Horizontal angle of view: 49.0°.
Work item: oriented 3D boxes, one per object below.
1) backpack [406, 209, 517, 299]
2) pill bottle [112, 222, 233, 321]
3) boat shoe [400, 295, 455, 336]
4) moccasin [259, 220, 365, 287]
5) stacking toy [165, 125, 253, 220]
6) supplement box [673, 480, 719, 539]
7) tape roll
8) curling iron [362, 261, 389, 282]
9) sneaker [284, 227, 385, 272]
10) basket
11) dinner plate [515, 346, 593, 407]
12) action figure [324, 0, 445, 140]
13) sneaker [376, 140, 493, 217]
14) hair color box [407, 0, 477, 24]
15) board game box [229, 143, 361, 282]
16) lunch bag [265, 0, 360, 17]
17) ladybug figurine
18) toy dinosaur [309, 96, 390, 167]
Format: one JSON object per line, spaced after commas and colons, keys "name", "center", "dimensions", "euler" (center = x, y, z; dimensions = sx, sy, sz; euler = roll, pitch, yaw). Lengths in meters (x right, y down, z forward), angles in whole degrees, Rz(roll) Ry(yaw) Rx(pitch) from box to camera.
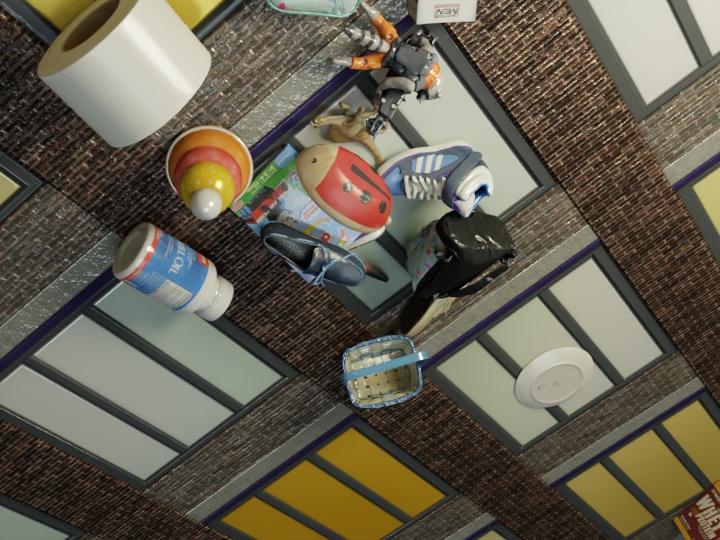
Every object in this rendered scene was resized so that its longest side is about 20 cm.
{"name": "backpack", "center": [0.171, -0.029, 1.480], "dimensions": [0.166, 0.127, 0.200], "euler": [8, 148, -25]}
{"name": "pill bottle", "center": [-0.329, 0.009, 1.410], "dimensions": [0.112, 0.112, 0.200], "euler": [-43, 127, 17]}
{"name": "boat shoe", "center": [0.157, 0.063, 1.617], "dimensions": [0.065, 0.072, 0.200], "euler": [26, 110, -29]}
{"name": "moccasin", "center": [-0.086, -0.015, 1.368], "dimensions": [0.199, 0.068, 0.081], "euler": [21, 110, -8]}
{"name": "stacking toy", "center": [-0.246, -0.137, 1.257], "dimensions": [0.146, 0.200, 0.147], "euler": [-3, 116, -5]}
{"name": "supplement box", "center": [1.101, 0.762, 2.375], "dimensions": [0.200, 0.133, 0.197], "euler": [22, 118, -29]}
{"name": "tape roll", "center": [-0.333, -0.295, 1.120], "dimensions": [0.202, 0.203, 0.139], "euler": [-33, 129, 11]}
{"name": "curling iron", "center": [0.000, 0.000, 1.507], "dimensions": [0.050, 0.026, 0.200], "euler": [-40, 155, 21]}
{"name": "sneaker", "center": [-0.061, -0.071, 1.465], "dimensions": [0.199, 0.076, 0.088], "euler": [-26, 109, 5]}
{"name": "basket", "center": [0.048, 0.205, 1.616], "dimensions": [0.176, 0.140, 0.200], "euler": [-14, 164, -1]}
{"name": "dinner plate", "center": [0.466, 0.263, 1.886], "dimensions": [0.199, 0.024, 0.201], "euler": [-7, 128, -9]}
{"name": "action figure", "center": [0.044, -0.312, 1.249], "dimensions": [0.193, 0.105, 0.201], "euler": [23, 90, -11]}
{"name": "sneaker", "center": [0.134, -0.146, 1.390], "dimensions": [0.199, 0.147, 0.081], "euler": [-19, 141, -7]}
{"name": "hair color box", "center": [0.130, -0.483, 1.197], "dimensions": [0.099, 0.061, 0.201], "euler": [-6, 127, -11]}
{"name": "board game box", "center": [-0.109, -0.098, 1.393], "dimensions": [0.151, 0.037, 0.200], "euler": [-43, 105, 14]}
{"name": "lunch bag", "center": [-0.060, -0.473, 1.140], "dimensions": [0.160, 0.077, 0.201], "euler": [2, 126, -17]}
{"name": "ladybug figurine", "center": [-0.018, -0.144, 1.344], "dimensions": [0.200, 0.136, 0.072], "euler": [34, 137, -24]}
{"name": "toy dinosaur", "center": [-0.002, -0.244, 1.358], "dimensions": [0.101, 0.058, 0.200], "euler": [-32, 143, 31]}
